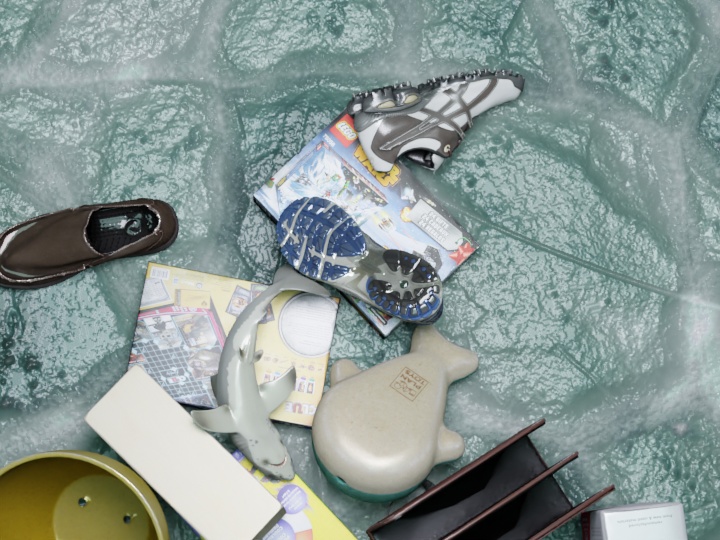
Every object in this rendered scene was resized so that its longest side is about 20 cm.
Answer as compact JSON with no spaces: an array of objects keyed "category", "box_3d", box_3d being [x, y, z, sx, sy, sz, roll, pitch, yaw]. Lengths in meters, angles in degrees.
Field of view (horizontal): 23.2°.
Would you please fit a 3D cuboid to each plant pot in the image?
[{"category":"plant pot","box_3d":[-0.264,0.257,1.669,0.199,0.142,0.202,1,96,8]}]

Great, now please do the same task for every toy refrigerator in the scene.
[{"category":"toy refrigerator","box_3d":[-0.169,0.189,1.692,0.200,0.070,0.076,42,81,9]}]

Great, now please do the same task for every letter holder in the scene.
[{"category":"letter holder","box_3d":[0.127,0.231,1.683,0.199,0.142,0.101,-30,82,-21]}]

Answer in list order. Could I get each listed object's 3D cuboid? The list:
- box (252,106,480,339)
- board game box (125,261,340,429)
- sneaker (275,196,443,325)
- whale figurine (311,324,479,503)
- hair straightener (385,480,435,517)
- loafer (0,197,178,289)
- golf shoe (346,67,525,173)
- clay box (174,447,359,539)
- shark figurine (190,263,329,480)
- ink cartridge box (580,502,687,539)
[{"category":"box","box_3d":[0.006,-0.049,1.793,0.137,0.040,0.200,-43,86,-7]},{"category":"board game box","box_3d":[-0.130,0.077,1.770,0.199,0.035,0.136,11,81,-1]},{"category":"sneaker","box_3d":[0.000,0.000,1.730,0.200,0.085,0.077,34,83,25]},{"category":"whale figurine","box_3d":[0.035,0.146,1.748,0.159,0.104,0.200,32,57,13]},{"category":"hair straightener","box_3d":[0.069,0.300,1.743,0.076,0.041,0.201,-15,82,-6]},{"category":"loafer","box_3d":[-0.283,-0.037,1.760,0.199,0.071,0.073,-18,83,-5]},{"category":"golf shoe","box_3d":[0.082,-0.153,1.790,0.199,0.078,0.095,-14,95,-22]},{"category":"clay box","box_3d":[-0.076,0.271,1.736,0.115,0.048,0.200,-44,84,-7]},{"category":"shark figurine","box_3d":[-0.115,0.090,1.712,0.127,0.089,0.216,11,84,-29]},{"category":"ink cartridge box","box_3d":[0.273,0.328,1.697,0.085,0.148,0.201,-7,83,-3]}]
